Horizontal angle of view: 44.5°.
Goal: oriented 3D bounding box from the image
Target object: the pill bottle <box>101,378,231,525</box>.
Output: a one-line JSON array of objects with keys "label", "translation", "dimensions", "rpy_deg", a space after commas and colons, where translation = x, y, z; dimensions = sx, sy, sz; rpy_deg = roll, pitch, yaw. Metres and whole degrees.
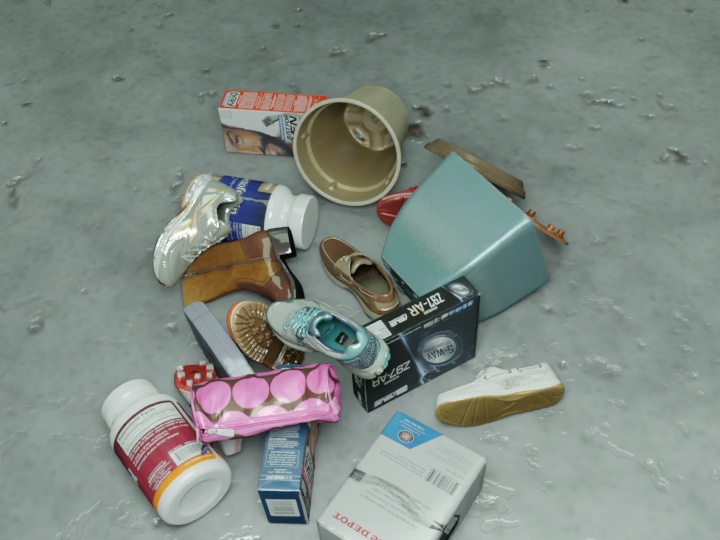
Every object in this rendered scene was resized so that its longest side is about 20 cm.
[{"label": "pill bottle", "translation": [-0.278, 0.248, 1.233], "dimensions": [0.113, 0.113, 0.200], "rpy_deg": [-32, 54, -23]}]

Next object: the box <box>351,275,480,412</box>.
[{"label": "box", "translation": [0.081, 0.110, 1.302], "dimensions": [0.200, 0.160, 0.044], "rpy_deg": [-25, 52, -18]}]

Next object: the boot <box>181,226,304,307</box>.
[{"label": "boot", "translation": [-0.199, 0.032, 1.441], "dimensions": [0.200, 0.068, 0.188], "rpy_deg": [-13, 81, 7]}]

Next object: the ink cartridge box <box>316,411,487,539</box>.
[{"label": "ink cartridge box", "translation": [0.057, 0.312, 1.177], "dimensions": [0.145, 0.084, 0.200], "rpy_deg": [26, 55, 23]}]

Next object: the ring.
[{"label": "ring", "translation": [0.268, -0.104, 1.478], "dimensions": [0.200, 0.200, 0.019], "rpy_deg": [39, 101, 31]}]

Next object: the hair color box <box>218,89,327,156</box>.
[{"label": "hair color box", "translation": [-0.163, -0.280, 1.689], "dimensions": [0.200, 0.111, 0.064], "rpy_deg": [6, 49, 9]}]

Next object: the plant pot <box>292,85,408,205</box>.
[{"label": "plant pot", "translation": [0.004, -0.247, 1.606], "dimensions": [0.200, 0.201, 0.184], "rpy_deg": [13, 33, 14]}]

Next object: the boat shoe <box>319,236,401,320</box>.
[{"label": "boat shoe", "translation": [0.000, 0.000, 1.460], "dimensions": [0.076, 0.072, 0.200], "rpy_deg": [-32, 55, -23]}]

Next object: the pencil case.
[{"label": "pencil case", "translation": [-0.123, 0.180, 1.169], "dimensions": [0.200, 0.091, 0.094], "rpy_deg": [-12, 13, -3]}]

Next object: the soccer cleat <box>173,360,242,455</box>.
[{"label": "soccer cleat", "translation": [-0.226, 0.200, 1.304], "dimensions": [0.069, 0.085, 0.200], "rpy_deg": [-12, 24, -31]}]

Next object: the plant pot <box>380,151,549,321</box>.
[{"label": "plant pot", "translation": [0.151, -0.025, 1.401], "dimensions": [0.200, 0.196, 0.196], "rpy_deg": [-39, 56, -5]}]

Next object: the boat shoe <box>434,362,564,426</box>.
[{"label": "boat shoe", "translation": [0.198, 0.177, 1.301], "dimensions": [0.200, 0.071, 0.069], "rpy_deg": [-7, 47, -14]}]

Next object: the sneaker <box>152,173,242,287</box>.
[{"label": "sneaker", "translation": [-0.263, -0.059, 1.430], "dimensions": [0.092, 0.076, 0.200], "rpy_deg": [21, 80, 16]}]

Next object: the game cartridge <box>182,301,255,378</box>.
[{"label": "game cartridge", "translation": [-0.196, 0.139, 1.309], "dimensions": [0.042, 0.133, 0.200], "rpy_deg": [-29, 54, -19]}]

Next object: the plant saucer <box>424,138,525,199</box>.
[{"label": "plant saucer", "translation": [0.206, -0.182, 1.548], "dimensions": [0.200, 0.200, 0.029], "rpy_deg": [33, 101, 27]}]

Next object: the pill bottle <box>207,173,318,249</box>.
[{"label": "pill bottle", "translation": [-0.182, -0.099, 1.529], "dimensions": [0.200, 0.116, 0.116], "rpy_deg": [10, 50, 11]}]

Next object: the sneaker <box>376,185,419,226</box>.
[{"label": "sneaker", "translation": [0.124, -0.134, 1.586], "dimensions": [0.200, 0.078, 0.116], "rpy_deg": [-1, 36, -5]}]

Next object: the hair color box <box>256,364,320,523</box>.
[{"label": "hair color box", "translation": [-0.096, 0.241, 1.236], "dimensions": [0.060, 0.100, 0.200], "rpy_deg": [0, 49, 5]}]

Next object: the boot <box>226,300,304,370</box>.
[{"label": "boot", "translation": [-0.168, 0.094, 1.314], "dimensions": [0.107, 0.200, 0.075], "rpy_deg": [22, 71, 27]}]

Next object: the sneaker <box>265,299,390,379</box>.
[{"label": "sneaker", "translation": [-0.054, 0.075, 1.194], "dimensions": [0.200, 0.086, 0.078], "rpy_deg": [19, 74, 31]}]
